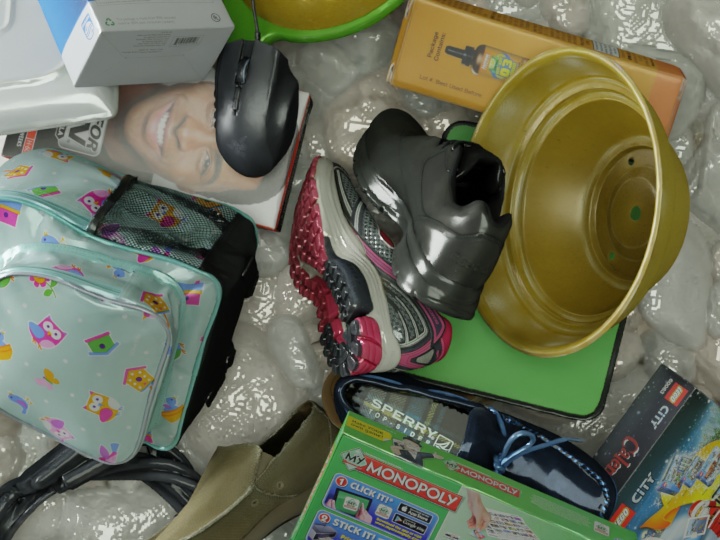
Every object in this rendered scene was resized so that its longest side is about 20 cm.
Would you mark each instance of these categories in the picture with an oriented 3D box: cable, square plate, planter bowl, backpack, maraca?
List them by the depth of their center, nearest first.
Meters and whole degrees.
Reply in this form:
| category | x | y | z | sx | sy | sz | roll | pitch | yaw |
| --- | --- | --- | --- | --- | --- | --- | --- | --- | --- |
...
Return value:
| category | x | y | z | sx | sy | sz | roll | pitch | yaw |
| --- | --- | --- | --- | --- | --- | --- | --- | --- | --- |
| planter bowl | 0.156 | -0.041 | 1.277 | 0.083 | 0.200 | 0.202 | 5 | 90 | -35 |
| backpack | -0.190 | 0.020 | 1.309 | 0.199 | 0.153 | 0.177 | 27 | 128 | 9 |
| square plate | -0.264 | -0.171 | 1.326 | 0.198 | 0.029 | 0.199 | -8 | 54 | 3 |
| maraca | -0.039 | -0.215 | 1.338 | 0.199 | 0.107 | 0.138 | -25 | 64 | 8 |
| cable | -0.190 | 0.207 | 1.374 | 0.200 | 0.051 | 0.164 | -39 | 94 | -3 |

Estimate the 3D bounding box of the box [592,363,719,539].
| category | x | y | z | sx | sy | sz | roll | pitch | yaw |
| --- | --- | --- | --- | --- | --- | --- | --- | --- | --- |
| box | 0.192 | 0.179 | 1.324 | 0.136 | 0.038 | 0.201 | 36 | 90 | -41 |

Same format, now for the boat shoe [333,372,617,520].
| category | x | y | z | sx | sy | sz | roll | pitch | yaw |
| --- | --- | --- | --- | --- | --- | --- | --- | --- | --- |
| boat shoe | 0.068 | 0.124 | 1.260 | 0.199 | 0.069 | 0.085 | 17 | 85 | 13 |

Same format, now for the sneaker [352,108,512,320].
| category | x | y | z | sx | sy | sz | roll | pitch | yaw |
| --- | --- | --- | --- | --- | --- | --- | --- | --- | --- |
| sneaker | 0.056 | -0.055 | 1.285 | 0.076 | 0.201 | 0.091 | 18 | 119 | -30 |

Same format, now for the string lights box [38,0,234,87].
| category | x | y | z | sx | sy | sz | roll | pitch | yaw |
| --- | --- | --- | --- | --- | --- | --- | --- | --- | --- |
| string lights box | -0.172 | -0.221 | 1.305 | 0.102 | 0.059 | 0.201 | -6 | 59 | -35 |

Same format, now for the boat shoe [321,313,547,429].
| category | x | y | z | sx | sy | sz | roll | pitch | yaw |
| --- | --- | --- | --- | --- | --- | --- | --- | --- | --- |
| boat shoe | 0.070 | 0.069 | 1.349 | 0.199 | 0.065 | 0.072 | -20 | 68 | -3 |

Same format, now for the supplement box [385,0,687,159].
| category | x | y | z | sx | sy | sz | roll | pitch | yaw |
| --- | --- | --- | --- | --- | --- | --- | --- | --- | --- |
| supplement box | 0.121 | -0.136 | 1.348 | 0.198 | 0.069 | 0.067 | 17 | 106 | -1 |

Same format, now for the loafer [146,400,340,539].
| category | x | y | z | sx | sy | sz | roll | pitch | yaw |
| --- | --- | --- | --- | --- | --- | --- | --- | --- | --- |
| loafer | -0.088 | 0.155 | 1.328 | 0.199 | 0.076 | 0.068 | -30 | 97 | -30 |

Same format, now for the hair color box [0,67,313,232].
| category | x | y | z | sx | sy | sz | roll | pitch | yaw |
| --- | --- | --- | --- | --- | --- | --- | --- | --- | --- |
| hair color box | -0.141 | -0.100 | 1.363 | 0.198 | 0.061 | 0.102 | 14 | 89 | 1 |

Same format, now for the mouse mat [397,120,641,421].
| category | x | y | z | sx | sy | sz | roll | pitch | yaw |
| --- | --- | --- | --- | --- | --- | --- | --- | --- | --- |
| mouse mat | 0.110 | -0.003 | 1.337 | 0.160 | 0.008 | 0.201 | 13 | 69 | 11 |

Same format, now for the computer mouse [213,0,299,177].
| category | x | y | z | sx | sy | sz | roll | pitch | yaw |
| --- | --- | --- | --- | --- | --- | --- | --- | --- | --- |
| computer mouse | -0.074 | -0.161 | 1.292 | 0.058 | 0.034 | 0.202 | 4 | 101 | 29 |

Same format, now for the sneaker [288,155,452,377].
| category | x | y | z | sx | sy | sz | roll | pitch | yaw |
| --- | --- | --- | --- | --- | --- | --- | --- | --- | --- |
| sneaker | 0.000 | 0.000 | 1.316 | 0.074 | 0.201 | 0.081 | 1 | 131 | -20 |

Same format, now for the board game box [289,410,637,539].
| category | x | y | z | sx | sy | sz | roll | pitch | yaw |
| --- | --- | --- | --- | --- | --- | --- | --- | --- | --- |
| board game box | 0.058 | 0.185 | 1.233 | 0.199 | 0.029 | 0.135 | 24 | 118 | -2 |
